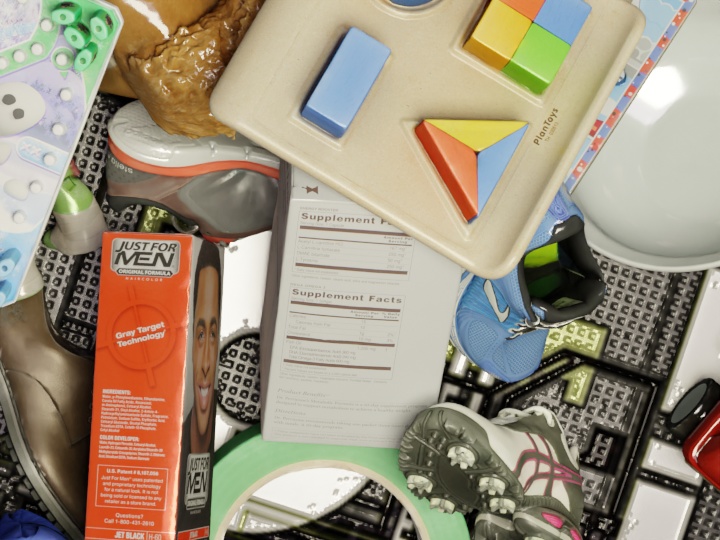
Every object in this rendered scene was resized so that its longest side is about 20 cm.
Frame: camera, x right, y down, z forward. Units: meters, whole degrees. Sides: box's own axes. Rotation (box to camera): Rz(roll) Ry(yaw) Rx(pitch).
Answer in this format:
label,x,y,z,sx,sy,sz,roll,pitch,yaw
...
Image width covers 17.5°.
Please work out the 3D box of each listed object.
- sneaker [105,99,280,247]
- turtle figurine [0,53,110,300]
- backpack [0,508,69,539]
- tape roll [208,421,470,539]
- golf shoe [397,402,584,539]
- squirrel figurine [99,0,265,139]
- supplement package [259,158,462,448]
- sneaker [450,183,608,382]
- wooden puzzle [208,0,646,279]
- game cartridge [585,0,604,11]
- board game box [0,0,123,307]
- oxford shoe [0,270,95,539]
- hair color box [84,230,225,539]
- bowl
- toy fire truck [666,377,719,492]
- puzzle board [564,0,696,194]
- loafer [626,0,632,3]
label,x,y,z,sx,sy,sz,roll,pitch,yaw
sneaker,-0.072,-0.055,1.507,0.198,0.077,0.082,11,125,-12
turtle figurine,-0.245,-0.089,1.456,0.198,0.144,0.195,-11,114,12
backpack,-0.234,0.235,1.441,0.167,0.200,0.163,-31,95,-12
tape roll,-0.027,0.194,1.531,0.199,0.048,0.202,0,94,-5
golf shoe,0.085,0.119,1.482,0.077,0.200,0.089,1,63,28
squirrel figurine,-0.083,-0.184,1.440,0.186,0.142,0.200,-36,61,-19
supplement package,0.000,0.000,1.437,0.109,0.114,0.201,3,133,-6
sneaker,0.103,0.014,1.464,0.078,0.201,0.089,-29,59,-19
wooden puzzle,0.040,-0.121,1.326,0.199,0.046,0.186,30,79,0
game cartridge,0.061,-0.215,1.441,0.175,0.032,0.202,-19,79,35
board game box,-0.264,-0.098,1.363,0.199,0.026,0.201,23,110,-3
oxford shoe,-0.189,0.093,1.495,0.084,0.073,0.201,-23,97,-5
hair color box,-0.126,0.080,1.451,0.061,0.101,0.202,2,87,8
bowl,0.215,-0.084,1.492,0.199,0.090,0.203,-6,72,19
toy fire truck,0.307,0.091,1.477,0.128,0.200,0.176,41,90,-7
puzzle board,0.090,-0.161,1.485,0.199,0.017,0.151,33,87,15
loafer,0.151,-0.257,1.464,0.075,0.068,0.202,1,63,-4
